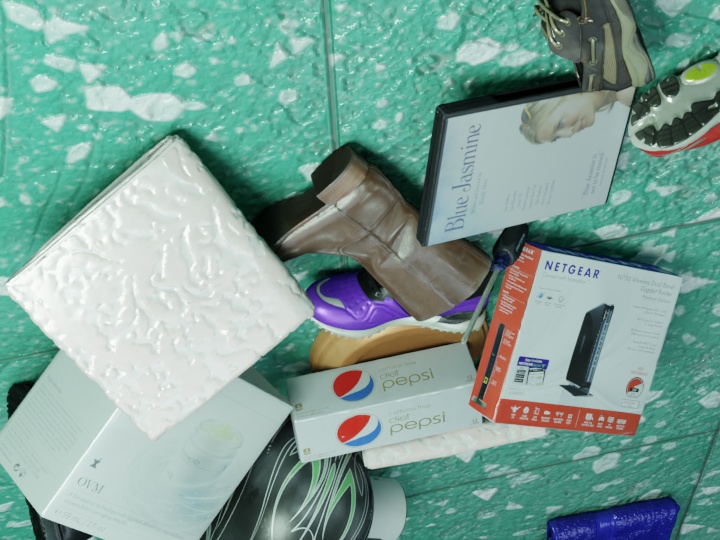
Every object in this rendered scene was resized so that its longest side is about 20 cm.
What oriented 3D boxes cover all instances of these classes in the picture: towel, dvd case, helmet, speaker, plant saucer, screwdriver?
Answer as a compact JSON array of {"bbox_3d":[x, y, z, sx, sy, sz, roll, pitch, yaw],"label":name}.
[{"bbox_3d":[0.366,0.397,2.001,0.197,0.050,0.148,-11,146,-6],"label":"towel"},{"bbox_3d":[0.146,-0.099,1.192,0.198,0.018,0.144,-13,135,-22],"label":"dvd case"},{"bbox_3d":[-0.076,0.260,1.487,0.199,0.200,0.192,32,92,-47],"label":"helmet"},{"bbox_3d":[-0.046,0.287,1.654,0.198,0.082,0.081,9,139,-31],"label":"speaker"},{"bbox_3d":[0.044,0.091,1.463,0.198,0.038,0.201,-10,145,-7],"label":"plant saucer"},{"bbox_3d":[-0.167,0.019,1.153,0.190,0.032,0.201,-39,114,-1],"label":"towel"},{"bbox_3d":[0.123,0.006,1.259,0.028,0.200,0.029,13,122,15],"label":"screwdriver"},{"bbox_3d":[0.095,0.175,1.516,0.198,0.033,0.191,-12,-176,-3],"label":"towel"}]

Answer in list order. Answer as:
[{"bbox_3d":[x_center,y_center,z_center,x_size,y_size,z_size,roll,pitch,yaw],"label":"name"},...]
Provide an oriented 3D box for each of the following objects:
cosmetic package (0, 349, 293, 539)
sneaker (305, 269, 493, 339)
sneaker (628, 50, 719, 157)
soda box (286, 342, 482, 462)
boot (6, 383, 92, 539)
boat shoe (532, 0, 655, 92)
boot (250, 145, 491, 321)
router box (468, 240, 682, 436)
[{"bbox_3d":[-0.206,0.150,1.308,0.201,0.123,0.199,-55,138,0],"label":"cosmetic package"},{"bbox_3d":[0.042,0.007,1.325,0.198,0.070,0.100,-2,136,-22],"label":"sneaker"},{"bbox_3d":[0.331,-0.159,1.206,0.198,0.078,0.085,-21,165,11],"label":"sneaker"},{"bbox_3d":[0.025,0.137,1.422,0.198,0.064,0.069,-12,132,-5],"label":"soda box"},{"bbox_3d":[-0.274,0.190,1.431,0.167,0.076,0.202,-18,113,-27],"label":"boot"},{"bbox_3d":[0.177,-0.198,1.072,0.073,0.075,0.200,-24,143,13],"label":"boat shoe"},{"bbox_3d":[0.000,0.000,1.252,0.186,0.065,0.199,-37,125,25],"label":"boot"},{"bbox_3d":[0.223,0.072,1.403,0.198,0.049,0.182,8,101,-32],"label":"router box"}]
